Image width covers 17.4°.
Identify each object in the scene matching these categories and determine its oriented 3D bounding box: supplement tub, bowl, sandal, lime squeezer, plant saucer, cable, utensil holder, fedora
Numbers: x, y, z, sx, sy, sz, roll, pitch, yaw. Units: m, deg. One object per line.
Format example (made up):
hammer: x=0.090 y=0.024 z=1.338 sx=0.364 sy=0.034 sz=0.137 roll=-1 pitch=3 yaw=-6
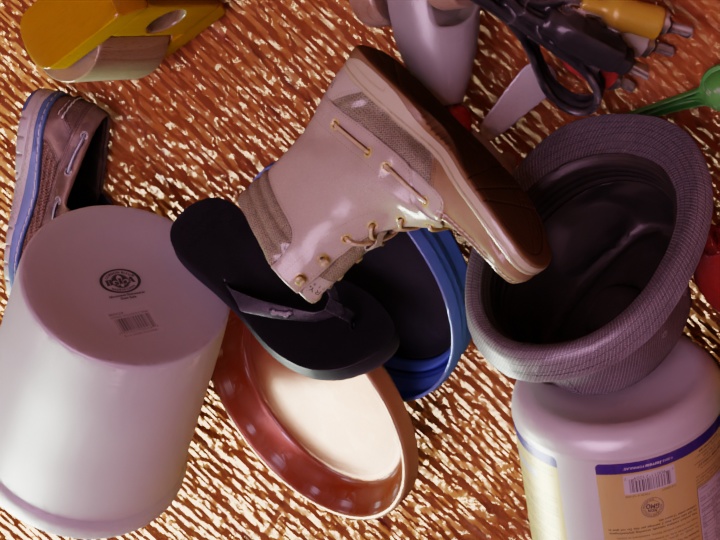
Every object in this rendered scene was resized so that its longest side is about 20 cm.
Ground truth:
supplement tub: x=0.185 y=0.155 z=1.615 sx=0.145 sy=0.145 sz=0.201 roll=6 pitch=124 yaw=26
bowl: x=0.000 y=0.000 z=1.692 sx=0.200 sy=0.039 sz=0.201 roll=29 pitch=139 yaw=28
sandal: x=-0.061 y=0.012 z=1.665 sx=0.200 sy=0.076 sz=0.043 roll=33 pitch=157 yaw=25
lime squeezer: x=0.246 y=-0.107 z=1.547 sx=0.038 sy=0.071 sz=0.200 roll=39 pitch=165 yaw=-31
plant saucer: x=-0.033 y=0.096 z=1.753 sx=0.200 sy=0.032 sz=0.201 roll=30 pitch=141 yaw=28
cable: x=0.116 y=-0.171 z=1.552 sx=0.200 sy=0.050 sz=0.097 roll=29 pitch=133 yaw=-17
utensil holder: x=-0.194 y=0.074 z=1.756 sx=0.170 sy=0.170 sz=0.200 roll=34 pitch=136 yaw=13
fedora: x=0.162 y=0.003 z=1.558 sx=0.176 sy=0.201 sz=0.090 roll=0 pitch=146 yaw=35

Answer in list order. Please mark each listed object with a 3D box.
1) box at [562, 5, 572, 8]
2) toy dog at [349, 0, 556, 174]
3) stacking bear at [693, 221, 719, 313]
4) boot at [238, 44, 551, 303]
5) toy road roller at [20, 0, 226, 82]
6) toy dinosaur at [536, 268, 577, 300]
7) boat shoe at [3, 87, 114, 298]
box: x=0.138 y=-0.292 z=1.546 sx=0.156 sy=0.041 sz=0.200 roll=-31 pitch=93 yaw=34
toy dog: x=0.069 y=-0.149 z=1.615 sx=0.132 sy=0.096 sz=0.201 roll=21 pitch=131 yaw=34
stacking bear: x=0.290 y=0.052 z=1.558 sx=0.114 sy=0.121 sz=0.201 roll=-31 pitch=84 yaw=36
boot: x=0.020 y=-0.030 z=1.562 sx=0.155 sy=0.072 sz=0.200 roll=-49 pitch=68 yaw=19
toy road roller: x=-0.162 y=-0.238 z=1.685 sx=0.200 sy=0.123 sz=0.146 roll=-35 pitch=75 yaw=33
toy dinosaur: x=0.137 y=0.037 z=1.642 sx=0.101 sy=0.058 sz=0.201 roll=-7 pitch=107 yaw=-16
boat shoe: x=-0.228 y=-0.037 z=1.818 sx=0.072 sy=0.072 sz=0.201 roll=13 pitch=114 yaw=22
